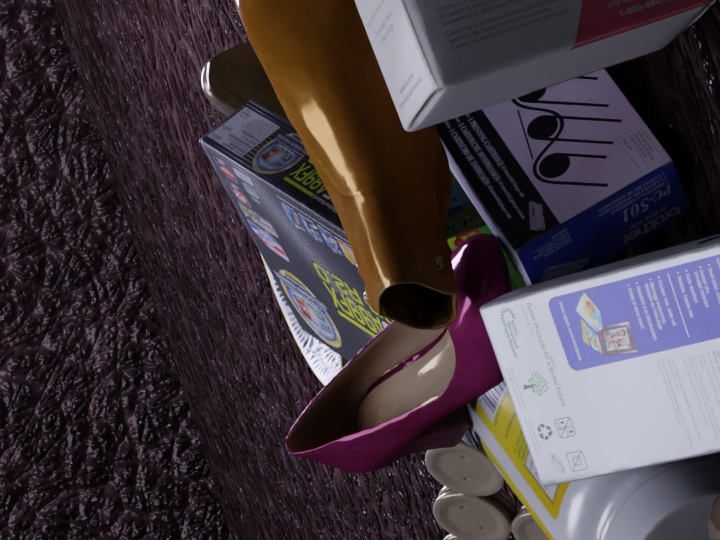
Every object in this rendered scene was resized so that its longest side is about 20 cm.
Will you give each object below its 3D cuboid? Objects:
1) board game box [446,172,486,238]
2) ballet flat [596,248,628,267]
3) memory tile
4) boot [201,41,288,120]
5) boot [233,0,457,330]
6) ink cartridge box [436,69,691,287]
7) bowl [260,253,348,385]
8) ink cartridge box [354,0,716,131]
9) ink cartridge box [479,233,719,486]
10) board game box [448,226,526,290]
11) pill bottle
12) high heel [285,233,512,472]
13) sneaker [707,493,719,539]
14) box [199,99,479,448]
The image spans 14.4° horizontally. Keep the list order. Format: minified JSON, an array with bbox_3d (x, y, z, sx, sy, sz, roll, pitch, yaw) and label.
[{"bbox_3d":[0.022,-0.120,1.721,0.103,0.105,0.200,124,124,-75],"label":"board game box"},{"bbox_3d":[0.102,-0.068,1.564,0.073,0.073,0.200,82,170,-45],"label":"ballet flat"},{"bbox_3d":[0.118,0.170,1.719,0.200,0.153,0.017,83,-157,-49],"label":"memory tile"},{"bbox_3d":[-0.039,-0.100,1.849,0.146,0.199,0.070,-10,72,61],"label":"boot"},{"bbox_3d":[0.003,-0.059,1.399,0.201,0.071,0.144,46,-151,-59],"label":"boot"},{"bbox_3d":[0.086,-0.081,1.504,0.200,0.094,0.044,60,179,44],"label":"ink cartridge box"},{"bbox_3d":[-0.011,-0.023,2.061,0.201,0.094,0.201,160,90,-79],"label":"bowl"},{"bbox_3d":[0.058,-0.186,1.338,0.083,0.146,0.201,132,119,-74],"label":"ink cartridge box"},{"bbox_3d":[0.157,0.039,1.374,0.200,0.039,0.100,-14,96,41],"label":"ink cartridge box"},{"bbox_3d":[0.066,0.035,1.774,0.200,0.101,0.048,54,168,54],"label":"board game box"},{"bbox_3d":[0.141,0.105,1.525,0.200,0.114,0.115,-126,20,-54],"label":"pill bottle"},{"bbox_3d":[0.022,0.049,1.522,0.200,0.096,0.068,105,153,-51],"label":"high heel"},{"bbox_3d":[0.220,0.104,1.325,0.200,0.070,0.076,-169,77,-72],"label":"sneaker"},{"bbox_3d":[0.000,0.000,1.675,0.200,0.044,0.160,34,156,50],"label":"box"}]
